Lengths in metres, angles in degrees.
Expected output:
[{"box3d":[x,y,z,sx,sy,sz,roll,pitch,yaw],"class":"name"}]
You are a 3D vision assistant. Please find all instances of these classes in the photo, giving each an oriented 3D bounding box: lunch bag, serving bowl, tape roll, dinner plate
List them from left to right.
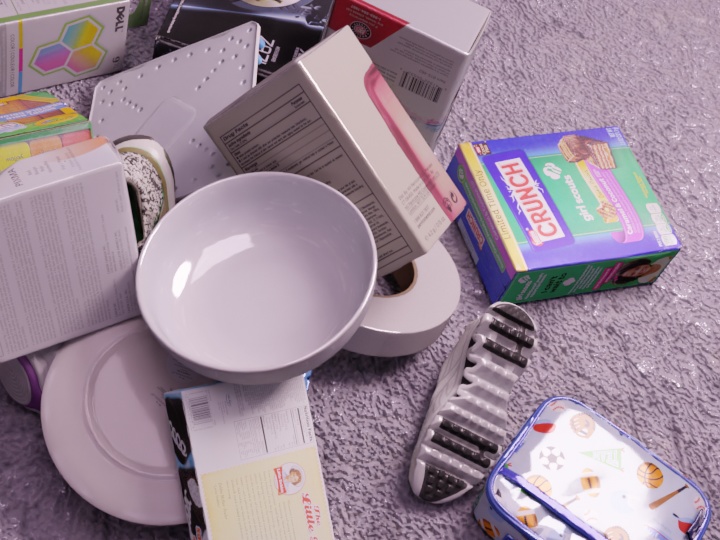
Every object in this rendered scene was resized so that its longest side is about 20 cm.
[{"box3d":[-0.166,0.113,1.071,0.199,0.024,0.201,7,62,-14],"class":"dinner plate"},{"box3d":[-0.083,0.015,1.062,0.199,0.066,0.201,-2,54,3],"class":"serving bowl"},{"box3d":[0.000,0.000,1.244,0.202,0.037,0.203,16,40,-13],"class":"tape roll"},{"box3d":[0.211,0.222,1.150,0.200,0.076,0.160,36,55,12],"class":"lunch bag"}]

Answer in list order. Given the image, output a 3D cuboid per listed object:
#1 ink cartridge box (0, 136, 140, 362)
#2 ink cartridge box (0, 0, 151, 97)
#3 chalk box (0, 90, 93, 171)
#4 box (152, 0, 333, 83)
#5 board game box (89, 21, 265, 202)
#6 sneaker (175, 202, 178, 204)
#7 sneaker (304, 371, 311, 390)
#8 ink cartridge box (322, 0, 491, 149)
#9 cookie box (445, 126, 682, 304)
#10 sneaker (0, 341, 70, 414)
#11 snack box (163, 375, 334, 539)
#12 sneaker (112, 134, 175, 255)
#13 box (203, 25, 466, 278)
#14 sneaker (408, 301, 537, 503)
[{"box3d":[-0.279,-0.005,1.024,0.199,0.163,0.050,-17,42,-19],"class":"ink cartridge box"},{"box3d":[-0.297,-0.254,1.331,0.199,0.104,0.059,-18,62,-27],"class":"ink cartridge box"},{"box3d":[-0.301,-0.074,1.128,0.124,0.124,0.200,-14,22,-25],"class":"chalk box"},{"box3d":[-0.124,-0.262,1.398,0.163,0.086,0.201,18,52,-3],"class":"box"},{"box3d":[-0.185,-0.136,1.252,0.199,0.026,0.201,-16,51,22],"class":"board game box"},{"box3d":[-0.143,-0.051,1.239,0.077,0.085,0.201,-10,58,-21],"class":"sneaker"},{"box3d":[-0.097,0.123,1.134,0.082,0.071,0.200,24,55,-6],"class":"sneaker"},{"box3d":[0.030,-0.203,1.329,0.145,0.200,0.083,26,49,3],"class":"ink cartridge box"},{"box3d":[0.210,-0.060,1.353,0.199,0.075,0.172,-9,58,-21],"class":"cookie box"},{"box3d":[-0.246,0.093,1.122,0.200,0.075,0.100,43,48,6],"class":"sneaker"},{"box3d":[-0.085,0.187,1.044,0.116,0.037,0.201,-9,86,-34],"class":"snack box"},{"box3d":[-0.196,-0.017,1.149,0.077,0.201,0.089,-13,15,15],"class":"sneaker"},{"box3d":[-0.020,-0.094,1.145,0.200,0.128,0.109,56,36,-10],"class":"box"},{"box3d":[0.098,0.126,1.193,0.075,0.081,0.201,34,70,-17],"class":"sneaker"}]
